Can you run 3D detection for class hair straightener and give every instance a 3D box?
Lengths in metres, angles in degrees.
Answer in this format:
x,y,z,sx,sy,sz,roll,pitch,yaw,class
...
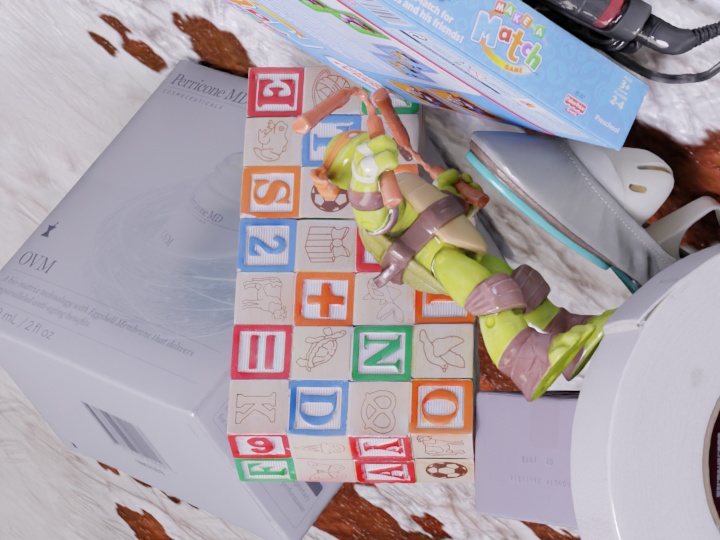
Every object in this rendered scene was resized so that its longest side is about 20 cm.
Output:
x,y,z,sx,sy,sz,roll,pitch,yaw,class
0.074,-0.128,1.152,0.200,0.041,0.077,24,175,20,hair straightener

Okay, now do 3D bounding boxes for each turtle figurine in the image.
x,y,z,sx,sy,sz,roll,pitch,yaw,class
0.033,-0.012,1.194,0.161,0.064,0.200,43,-173,12,turtle figurine

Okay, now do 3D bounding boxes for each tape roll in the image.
x,y,z,sx,sy,sz,roll,pitch,yaw,class
0.184,0.084,1.171,0.203,0.203,0.037,43,160,-15,tape roll

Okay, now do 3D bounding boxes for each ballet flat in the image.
x,y,z,sx,sy,sz,roll,pitch,yaw,class
0.127,-0.021,1.232,0.200,0.064,0.067,40,-172,-34,ballet flat

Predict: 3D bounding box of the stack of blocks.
x,y,z,sx,sy,sz,roll,pitch,yaw,class
0.000,0.000,1.310,0.115,0.200,0.059,-1,153,4,stack of blocks

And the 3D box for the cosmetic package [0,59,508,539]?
x,y,z,sx,sy,sz,roll,pitch,yaw,class
-0.067,0.011,1.450,0.199,0.200,0.123,19,151,44,cosmetic package

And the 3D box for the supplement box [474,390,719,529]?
x,y,z,sx,sy,sz,roll,pitch,yaw,class
0.164,0.085,1.250,0.200,0.061,0.109,2,179,-29,supplement box

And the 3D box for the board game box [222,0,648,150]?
x,y,z,sx,sy,sz,roll,pitch,yaw,class
0.010,-0.112,1.192,0.151,0.037,0.200,29,174,-33,board game box
